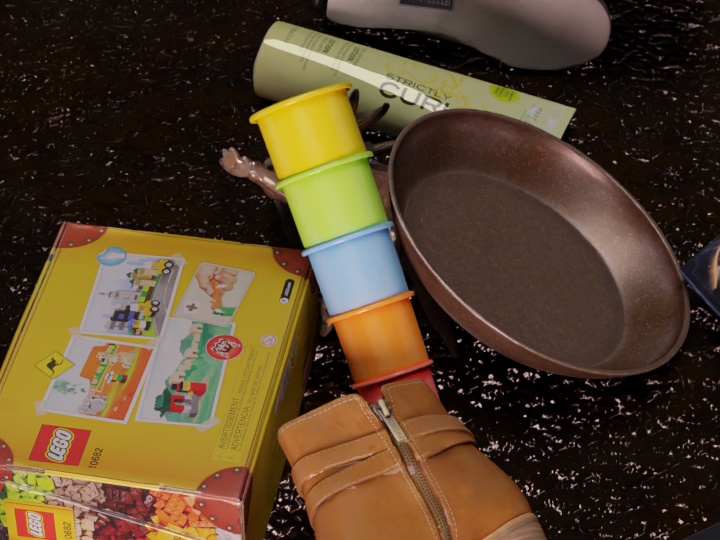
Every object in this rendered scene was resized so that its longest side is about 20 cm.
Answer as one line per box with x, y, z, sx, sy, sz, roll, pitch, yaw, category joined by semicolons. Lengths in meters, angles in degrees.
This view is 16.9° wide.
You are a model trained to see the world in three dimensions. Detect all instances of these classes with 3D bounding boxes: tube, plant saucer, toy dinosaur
0.032;-0.110;1.542;0.200;0.052;0.058;18;84;12;tube
0.095;-0.008;1.386;0.200;0.037;0.200;22;38;-19;plant saucer
0.004;-0.037;1.435;0.200;0.086;0.136;33;44;25;toy dinosaur

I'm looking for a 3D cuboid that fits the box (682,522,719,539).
0.169;0.195;1.116;0.200;0.079;0.141;-25;38;-2;box

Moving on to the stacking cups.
0.000;0.000;1.318;0.060;0.061;0.200;-19;87;-20;stacking cups

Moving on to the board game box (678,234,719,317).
0.293;-0.022;1.363;0.200;0.035;0.136;-41;41;4;board game box

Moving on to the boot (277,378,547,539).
-0.004;0.134;1.214;0.200;0.077;0.155;-18;59;-27;boot

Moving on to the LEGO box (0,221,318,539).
-0.113;0.071;1.309;0.149;0.077;0.200;7;42;8;LEGO box

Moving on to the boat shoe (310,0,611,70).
0.069;-0.191;1.620;0.200;0.075;0.093;13;25;-1;boat shoe
